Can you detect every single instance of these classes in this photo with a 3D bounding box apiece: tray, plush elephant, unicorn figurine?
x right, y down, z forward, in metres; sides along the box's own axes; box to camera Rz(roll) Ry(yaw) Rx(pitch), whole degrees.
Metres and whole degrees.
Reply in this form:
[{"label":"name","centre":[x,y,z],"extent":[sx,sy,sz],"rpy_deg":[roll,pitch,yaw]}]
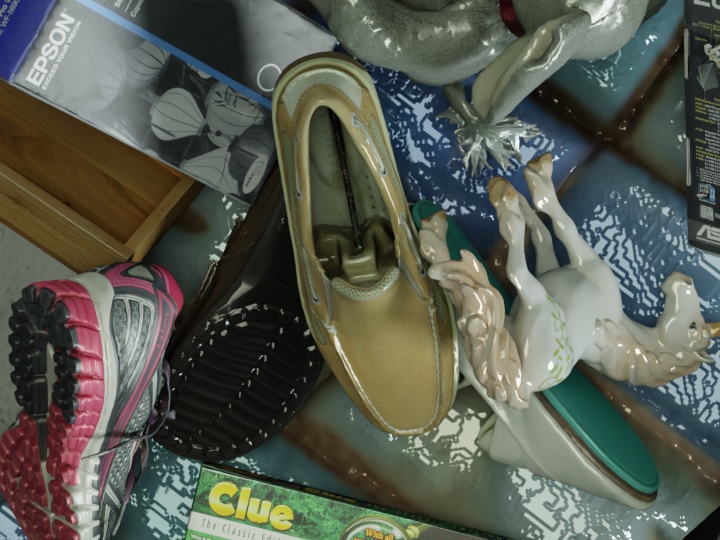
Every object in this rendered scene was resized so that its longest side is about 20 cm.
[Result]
[{"label":"tray","centre":[-0.181,-0.079,1.085],"extent":[0.199,0.099,0.037],"rpy_deg":[33,136,3]},{"label":"plush elephant","centre":[0.072,-0.148,1.027],"extent":[0.154,0.165,0.201],"rpy_deg":[-18,109,43]},{"label":"unicorn figurine","centre":[0.104,0.013,1.052],"extent":[0.200,0.074,0.138],"rpy_deg":[-30,93,-40]}]

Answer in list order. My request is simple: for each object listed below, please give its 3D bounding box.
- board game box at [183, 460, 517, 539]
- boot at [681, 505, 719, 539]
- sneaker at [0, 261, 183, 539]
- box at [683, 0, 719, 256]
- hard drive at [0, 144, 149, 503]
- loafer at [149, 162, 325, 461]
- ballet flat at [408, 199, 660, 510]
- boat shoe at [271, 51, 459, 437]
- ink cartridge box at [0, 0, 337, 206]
[{"label":"board game box","centre":[0.001,0.174,1.112],"extent":[0.199,0.023,0.106],"rpy_deg":[15,94,3]},{"label":"boot","centre":[0.254,0.175,1.050],"extent":[0.200,0.069,0.188],"rpy_deg":[40,54,1]},{"label":"sneaker","centre":[-0.131,0.083,1.061],"extent":[0.081,0.074,0.201],"rpy_deg":[46,139,31]},{"label":"box","centre":[0.247,-0.063,0.997],"extent":[0.199,0.049,0.162],"rpy_deg":[18,131,35]},{"label":"hard drive","centre":[-0.209,0.031,1.113],"extent":[0.134,0.042,0.201],"rpy_deg":[32,93,3]},{"label":"loafer","centre":[-0.044,0.011,1.095],"extent":[0.073,0.071,0.201],"rpy_deg":[29,107,-19]},{"label":"ballet flat","centre":[0.071,0.054,1.090],"extent":[0.069,0.069,0.200],"rpy_deg":[-41,84,4]},{"label":"boat shoe","centre":[0.000,0.000,1.012],"extent":[0.071,0.076,0.201],"rpy_deg":[-19,112,4]},{"label":"ink cartridge box","centre":[-0.108,-0.113,1.014],"extent":[0.199,0.039,0.100],"rpy_deg":[26,94,-39]}]
